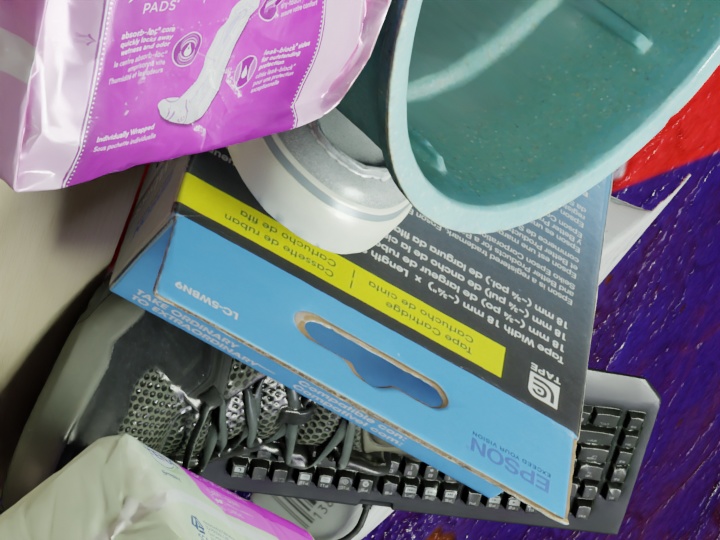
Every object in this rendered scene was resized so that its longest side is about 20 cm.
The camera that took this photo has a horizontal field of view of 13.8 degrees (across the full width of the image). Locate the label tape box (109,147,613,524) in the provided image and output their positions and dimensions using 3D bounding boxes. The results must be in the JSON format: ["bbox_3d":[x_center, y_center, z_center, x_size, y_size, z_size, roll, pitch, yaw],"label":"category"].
[{"bbox_3d":[0.000,0.000,0.936,0.063,0.144,0.200,-52,-166,35],"label":"label tape box"}]

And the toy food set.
[{"bbox_3d":[-0.145,0.017,0.937,0.143,0.060,0.200,-32,149,-57],"label":"toy food set"}]

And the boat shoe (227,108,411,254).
[{"bbox_3d":[0.011,-0.086,0.922,0.072,0.070,0.201,-47,-165,35],"label":"boat shoe"}]

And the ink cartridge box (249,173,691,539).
[{"bbox_3d":[0.050,0.024,1.238,0.162,0.050,0.200,-52,175,26],"label":"ink cartridge box"}]

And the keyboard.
[{"bbox_3d":[0.007,0.081,1.146,0.199,0.021,0.127,8,124,-13],"label":"keyboard"}]

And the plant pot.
[{"bbox_3d":[0.007,-0.147,0.814,0.200,0.196,0.201,-39,151,-26],"label":"plant pot"}]

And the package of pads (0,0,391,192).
[{"bbox_3d":[-0.100,-0.095,0.708,0.120,0.200,0.076,-18,129,-47],"label":"package of pads"}]

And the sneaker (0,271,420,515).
[{"bbox_3d":[-0.036,0.039,1.009,0.199,0.114,0.076,-45,162,-50],"label":"sneaker"}]

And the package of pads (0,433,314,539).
[{"bbox_3d":[-0.106,0.147,0.969,0.200,0.068,0.154,-37,152,9],"label":"package of pads"}]
